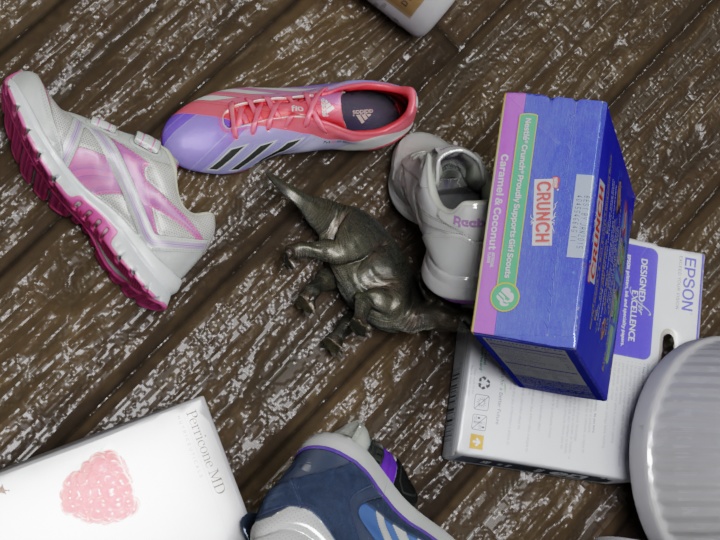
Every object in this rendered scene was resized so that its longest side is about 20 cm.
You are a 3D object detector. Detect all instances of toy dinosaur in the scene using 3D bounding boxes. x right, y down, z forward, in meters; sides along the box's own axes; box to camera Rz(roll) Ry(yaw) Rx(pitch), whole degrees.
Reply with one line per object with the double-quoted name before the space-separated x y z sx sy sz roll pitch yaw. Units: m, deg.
"toy dinosaur" 0.000 0.000 1.058 0.200 0.077 0.102 45 54 12

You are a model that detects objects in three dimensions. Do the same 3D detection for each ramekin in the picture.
"ramekin" 0.313 0.148 1.063 0.199 0.105 0.201 6 80 -37

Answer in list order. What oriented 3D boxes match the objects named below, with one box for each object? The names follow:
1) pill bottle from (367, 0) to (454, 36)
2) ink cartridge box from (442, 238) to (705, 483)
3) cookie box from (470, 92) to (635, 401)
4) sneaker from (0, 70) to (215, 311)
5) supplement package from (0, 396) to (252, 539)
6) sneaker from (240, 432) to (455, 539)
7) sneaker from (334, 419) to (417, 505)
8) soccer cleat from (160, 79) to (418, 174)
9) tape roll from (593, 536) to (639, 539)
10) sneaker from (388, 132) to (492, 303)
"pill bottle" 0.002 -0.287 1.081 0.200 0.114 0.115 36 72 -7
"ink cartridge box" 0.174 0.066 1.102 0.199 0.043 0.199 11 77 -12
"cookie box" 0.142 -0.011 0.978 0.075 0.200 0.172 6 76 17
"sneaker" -0.184 -0.070 1.009 0.088 0.081 0.200 -42 101 -20
"supplement package" -0.186 0.178 0.934 0.199 0.120 0.122 -20 86 -19
"sneaker" 0.001 0.220 0.905 0.200 0.080 0.147 52 37 -18
"sneaker" -0.027 0.217 1.002 0.099 0.070 0.200 42 74 -14
"soccer cleat" -0.053 -0.116 1.052 0.199 0.076 0.067 -6 82 -18
"tape roll" 0.242 0.294 0.997 0.202 0.203 0.140 25 73 -11
"sneaker" 0.070 -0.064 1.026 0.074 0.200 0.100 -4 124 -11
